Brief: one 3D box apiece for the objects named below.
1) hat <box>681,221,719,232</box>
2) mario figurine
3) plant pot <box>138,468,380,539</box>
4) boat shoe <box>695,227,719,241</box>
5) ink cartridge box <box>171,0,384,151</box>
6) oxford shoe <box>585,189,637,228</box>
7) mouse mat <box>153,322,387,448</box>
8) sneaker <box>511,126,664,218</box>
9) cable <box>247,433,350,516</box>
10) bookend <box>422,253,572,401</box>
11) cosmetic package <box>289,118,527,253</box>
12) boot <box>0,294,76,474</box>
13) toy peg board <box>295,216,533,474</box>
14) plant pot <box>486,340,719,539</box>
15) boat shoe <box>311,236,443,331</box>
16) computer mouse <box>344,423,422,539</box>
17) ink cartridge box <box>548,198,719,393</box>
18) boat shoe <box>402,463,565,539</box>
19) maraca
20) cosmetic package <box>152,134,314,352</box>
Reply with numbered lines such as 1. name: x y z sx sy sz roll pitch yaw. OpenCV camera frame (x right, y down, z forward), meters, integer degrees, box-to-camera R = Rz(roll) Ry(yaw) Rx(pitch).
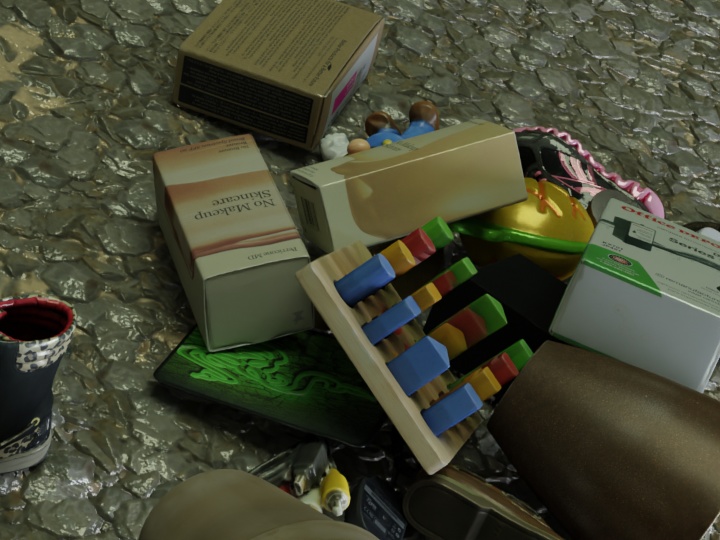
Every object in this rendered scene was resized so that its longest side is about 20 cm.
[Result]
1. hat: 0.429 -0.009 2.043 0.200 0.081 0.201 16 37 -12
2. mario figurine: 0.019 -0.123 1.937 0.106 0.123 0.200 35 32 -5
3. plant pot: -0.077 0.238 1.401 0.200 0.200 0.174 -1 27 -29
4. boat shoe: 0.382 0.055 1.953 0.072 0.066 0.200 -26 80 -50
5. ink cartridge box: -0.086 -0.224 2.024 0.165 0.075 0.200 21 36 9
6. oxford shoe: 0.288 0.016 1.953 0.071 0.071 0.200 -20 71 -28
7. mouse mat: -0.064 0.089 1.677 0.200 0.008 0.161 16 29 11
8. sneaker: 0.222 -0.079 2.036 0.200 0.079 0.095 30 49 11
9. cable: -0.041 0.164 1.623 0.097 0.050 0.200 -9 15 16
10. bookend: 0.198 0.062 1.824 0.200 0.092 0.199 35 31 25
11. cosmetic package: 0.045 -0.081 1.810 0.200 0.071 0.105 -17 16 -16
12. boot: -0.315 0.096 1.454 0.203 0.154 0.074 -10 48 -37
13. toy peg board: 0.059 0.048 1.641 0.200 0.098 0.199 56 14 2
14. plant pot: 0.215 0.153 1.629 0.200 0.187 0.187 36 38 11
15. boat shoe: 0.000 0.000 1.810 0.066 0.074 0.200 11 21 40
16. computer mouse: 0.019 0.185 1.629 0.059 0.034 0.200 48 28 -11
17. ink cartridge box: 0.265 0.020 1.738 0.146 0.083 0.200 23 22 6
18. boat shoe: 0.132 0.224 1.603 0.200 0.072 0.068 37 24 5
19. maraca: 0.149 -0.041 1.900 0.200 0.107 0.137 6 8 -37
20. cosmetic package: -0.117 -0.029 1.734 0.103 0.087 0.200 -13 40 -14
